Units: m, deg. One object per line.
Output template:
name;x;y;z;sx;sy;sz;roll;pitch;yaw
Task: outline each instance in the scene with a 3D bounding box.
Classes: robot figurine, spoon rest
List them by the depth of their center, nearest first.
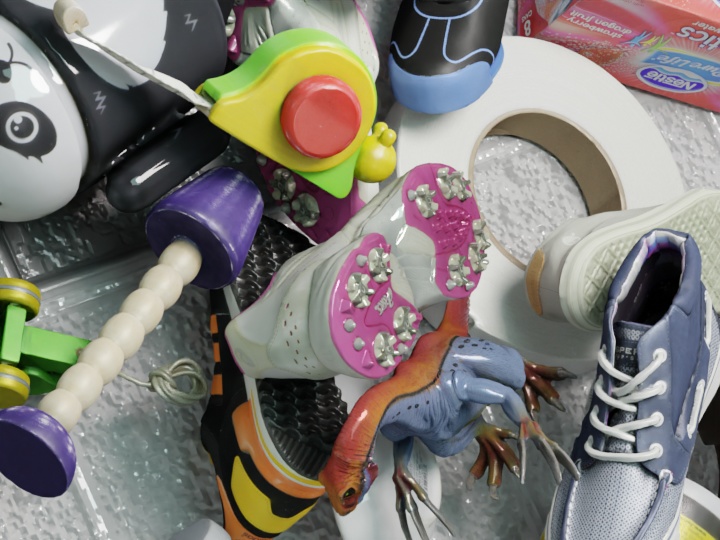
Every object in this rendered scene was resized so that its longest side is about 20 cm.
robot figurine;-0.149;-0.113;1.317;0.200;0.150;0.125;-41;130;-32
spoon rest;0.007;0.070;1.368;0.099;0.060;0.202;37;49;-55

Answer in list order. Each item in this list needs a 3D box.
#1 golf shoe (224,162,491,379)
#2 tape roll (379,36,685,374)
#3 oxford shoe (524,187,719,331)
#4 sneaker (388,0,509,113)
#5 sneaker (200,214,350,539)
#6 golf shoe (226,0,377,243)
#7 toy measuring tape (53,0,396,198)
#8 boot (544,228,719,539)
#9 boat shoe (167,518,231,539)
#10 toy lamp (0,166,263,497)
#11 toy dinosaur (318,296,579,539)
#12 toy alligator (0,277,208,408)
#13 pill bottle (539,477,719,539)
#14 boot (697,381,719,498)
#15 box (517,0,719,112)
golf shoe;0.000;0.000;1.292;0.200;0.091;0.076;-38;110;-59
tape roll;0.100;-0.037;1.479;0.201;0.037;0.204;11;65;-25
oxford shoe;0.163;-0.007;1.443;0.199;0.057;0.076;-12;103;-46
sneaker;0.056;-0.177;1.463;0.070;0.078;0.201;4;44;15
sneaker;-0.059;0.056;1.336;0.070;0.090;0.201;21;35;-28
golf shoe;-0.018;-0.103;1.400;0.091;0.075;0.201;3;59;-42
toy measuring tape;-0.056;-0.104;1.272;0.199;0.073;0.074;30;58;-28
boot;0.136;0.076;1.319;0.072;0.091;0.201;4;50;22
boat shoe;-0.110;0.215;1.244;0.070;0.071;0.201;44;58;-18
toy lamp;-0.111;0.023;1.262;0.058;0.058;0.200;41;52;-8
toy dinosaur;0.028;0.072;1.298;0.181;0.105;0.200;19;27;-50
toy alligator;-0.176;0.043;1.284;0.199;0.054;0.060;18;60;-24
pill bottle;0.123;0.210;1.344;0.114;0.114;0.201;37;58;-11
boot;0.259;0.077;1.495;0.200;0.064;0.188;-51;133;-49
box;0.203;-0.167;1.550;0.199;0.103;0.095;14;64;-25
